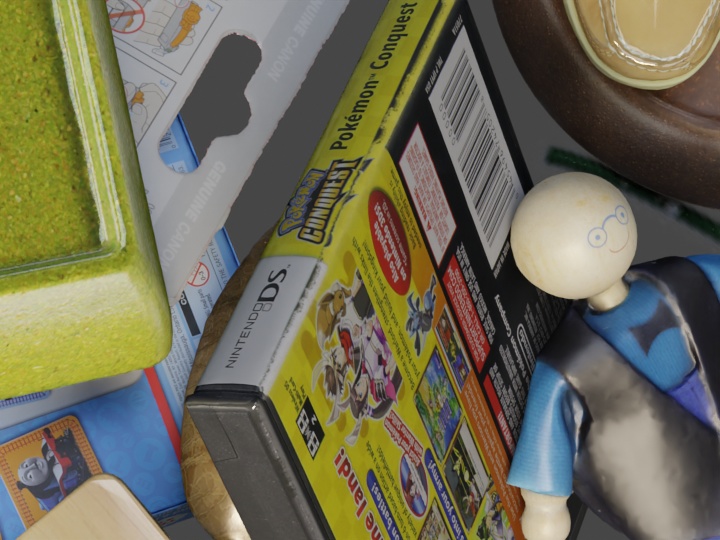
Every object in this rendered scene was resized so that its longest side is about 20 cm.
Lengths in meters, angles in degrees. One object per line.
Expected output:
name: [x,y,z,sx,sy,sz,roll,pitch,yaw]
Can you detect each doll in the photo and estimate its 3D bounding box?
doll: [0.109,0.052,0.955,0.136,0.048,0.200,-42,108,-22]

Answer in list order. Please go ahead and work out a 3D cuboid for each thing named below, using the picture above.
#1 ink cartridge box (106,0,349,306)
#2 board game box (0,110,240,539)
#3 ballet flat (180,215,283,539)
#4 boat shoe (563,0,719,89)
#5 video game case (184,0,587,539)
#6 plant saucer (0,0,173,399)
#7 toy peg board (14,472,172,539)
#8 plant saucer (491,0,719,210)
ink cartridge box: [-0.121,-0.086,0.993,0.200,0.050,0.161,32,56,-6]
board game box: [-0.134,0.029,0.974,0.200,0.037,0.152,-18,78,-19]
ballet flat: [0.000,0.000,0.967,0.068,0.072,0.200,33,52,-6]
boat shoe: [0.106,-0.161,0.987,0.071,0.076,0.201,4,89,-12]
video game case: [0.021,0.045,0.910,0.025,0.200,0.181,0,44,26]
plant saucer: [-0.148,-0.055,0.864,0.199,0.048,0.200,-12,89,-33]
toy peg board: [-0.088,0.202,0.915,0.199,0.098,0.200,-40,84,-5]
plant saucer: [0.141,-0.121,1.042,0.200,0.034,0.201,0,88,7]
